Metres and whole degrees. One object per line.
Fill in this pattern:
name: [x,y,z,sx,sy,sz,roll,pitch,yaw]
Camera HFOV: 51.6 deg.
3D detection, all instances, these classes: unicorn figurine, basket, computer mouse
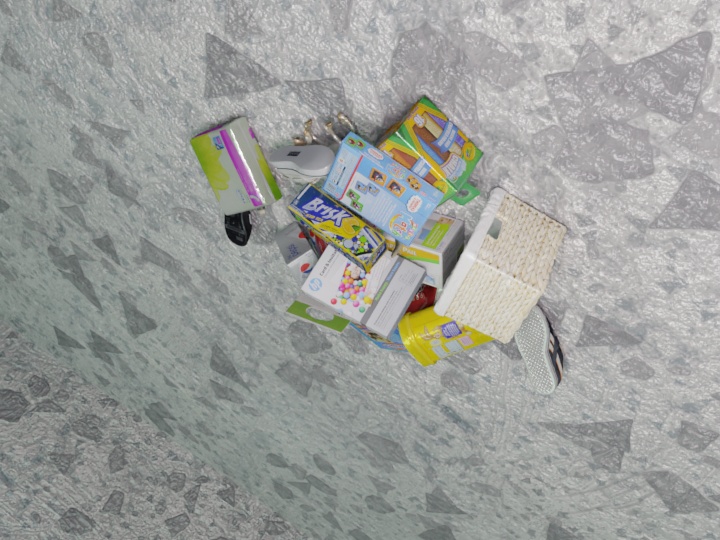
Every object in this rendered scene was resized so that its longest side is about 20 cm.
unicorn figurine: [-0.042,-0.242,1.498,0.200,0.074,0.137,14,142,51]
basket: [0.263,-0.007,1.398,0.161,0.198,0.200,26,142,7]
computer mouse: [-0.275,-0.145,1.805,0.140,0.046,0.200,15,128,31]

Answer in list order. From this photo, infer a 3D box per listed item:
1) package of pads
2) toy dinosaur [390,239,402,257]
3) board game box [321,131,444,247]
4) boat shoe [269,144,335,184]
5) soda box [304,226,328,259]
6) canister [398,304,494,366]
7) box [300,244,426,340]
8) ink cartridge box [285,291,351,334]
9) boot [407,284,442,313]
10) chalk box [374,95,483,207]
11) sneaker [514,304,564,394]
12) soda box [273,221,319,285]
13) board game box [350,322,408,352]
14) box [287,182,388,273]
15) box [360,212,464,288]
package of pads: [-0.282,-0.228,1.668,0.154,0.068,0.200,-8,113,42]
toy dinosaur: [0.083,-0.118,1.481,0.088,0.200,0.047,-18,149,8]
board game box: [0.037,-0.144,1.356,0.200,0.037,0.151,35,147,2]
boat shoe: [-0.107,-0.204,1.488,0.200,0.072,0.066,11,145,47]
soda box: [-0.062,-0.062,1.608,0.063,0.070,0.200,92,158,-49]
canister: [0.200,0.120,1.589,0.200,0.087,0.149,-22,142,16]
box: [0.007,0.023,1.478,0.200,0.156,0.041,28,167,17]
ink cartridge box: [-0.047,0.074,1.607,0.148,0.200,0.076,19,136,25]
boot: [0.127,0.051,1.674,0.144,0.072,0.200,30,147,12]
chalk box: [0.129,-0.190,1.361,0.200,0.124,0.125,43,144,-9]
sneaker: [0.382,0.158,1.588,0.078,0.079,0.200,-7,102,35]
soda box: [-0.142,-0.042,1.697,0.063,0.068,0.200,58,179,-26]
board game box: [0.054,0.133,1.781,0.152,0.045,0.200,2,151,43]
box: [-0.044,-0.084,1.467,0.200,0.070,0.064,37,170,17]
box: [0.101,-0.060,1.537,0.200,0.113,0.101,19,140,24]
